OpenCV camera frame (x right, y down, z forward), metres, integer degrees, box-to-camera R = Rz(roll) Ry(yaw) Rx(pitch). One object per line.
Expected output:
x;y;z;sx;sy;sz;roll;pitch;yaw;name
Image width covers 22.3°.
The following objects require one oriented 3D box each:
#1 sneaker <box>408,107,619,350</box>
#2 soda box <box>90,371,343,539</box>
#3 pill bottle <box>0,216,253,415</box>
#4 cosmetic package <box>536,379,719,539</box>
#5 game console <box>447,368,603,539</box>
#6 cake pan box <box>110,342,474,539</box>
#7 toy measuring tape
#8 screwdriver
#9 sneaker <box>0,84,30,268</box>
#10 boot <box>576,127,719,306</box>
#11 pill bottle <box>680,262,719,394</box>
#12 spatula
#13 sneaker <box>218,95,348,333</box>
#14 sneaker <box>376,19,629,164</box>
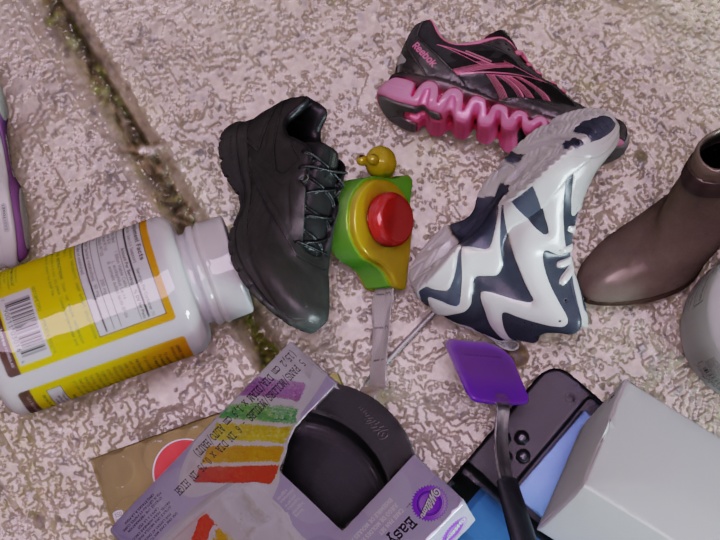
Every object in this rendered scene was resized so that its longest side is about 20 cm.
0.146;-0.019;1.368;0.129;0.080;0.199;39;101;-21;sneaker
-0.098;0.141;1.385;0.199;0.064;0.068;-20;83;-2;soda box
-0.186;0.028;1.379;0.199;0.109;0.110;-19;82;-2;pill bottle
0.243;0.183;1.317;0.199;0.085;0.108;32;52;0;cosmetic package
0.166;0.191;1.345;0.200;0.118;0.171;41;85;5;game console
-0.046;0.177;1.291;0.200;0.052;0.184;-44;67;-8;cake pan box
0.000;0.000;1.395;0.073;0.074;0.201;6;80;2;toy measuring tape
0.074;0.015;1.416;0.028;0.029;0.200;44;85;6;screwdriver
-0.319;-0.095;1.415;0.099;0.075;0.201;-11;82;-2;sneaker
0.252;-0.053;1.358;0.199;0.146;0.070;-28;68;-7;boot
0.302;0.034;1.322;0.114;0.200;0.115;0;82;1;pill bottle
0.107;0.136;1.332;0.056;0.021;0.201;5;58;-27;spatula
-0.050;-0.048;1.362;0.091;0.076;0.201;-32;56;27;sneaker
0.117;-0.142;1.420;0.199;0.079;0.096;16;71;2;sneaker
